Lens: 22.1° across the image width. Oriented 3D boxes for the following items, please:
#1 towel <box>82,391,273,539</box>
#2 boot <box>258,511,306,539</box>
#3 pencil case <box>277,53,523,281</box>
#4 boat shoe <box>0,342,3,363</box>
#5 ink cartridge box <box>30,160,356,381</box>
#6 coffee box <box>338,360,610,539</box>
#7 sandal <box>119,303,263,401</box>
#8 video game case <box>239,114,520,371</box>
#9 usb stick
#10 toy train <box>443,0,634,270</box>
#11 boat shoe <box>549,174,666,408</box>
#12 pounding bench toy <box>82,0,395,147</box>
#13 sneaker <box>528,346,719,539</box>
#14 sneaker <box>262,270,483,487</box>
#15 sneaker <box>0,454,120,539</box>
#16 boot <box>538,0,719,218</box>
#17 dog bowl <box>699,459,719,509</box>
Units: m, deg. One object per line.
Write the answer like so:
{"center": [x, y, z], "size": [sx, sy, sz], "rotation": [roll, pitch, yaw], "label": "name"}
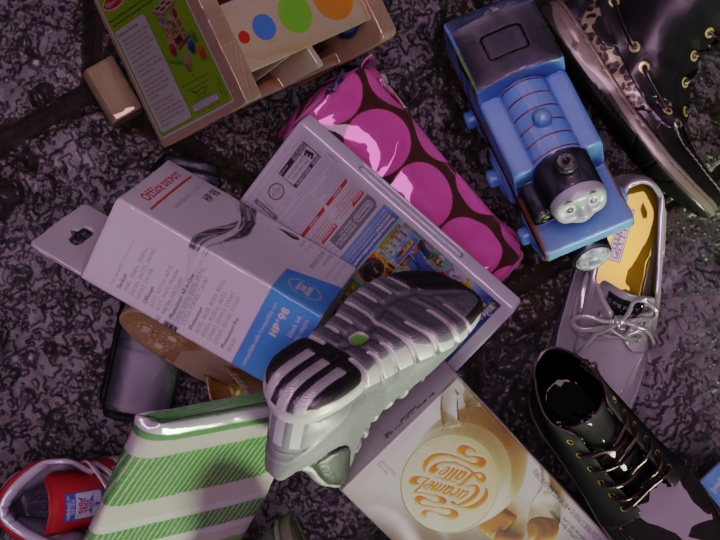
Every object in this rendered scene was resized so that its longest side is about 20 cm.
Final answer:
{"center": [-0.123, 0.158, 1.277], "size": [0.152, 0.200, 0.023], "rotation": [-9, 51, -39], "label": "towel"}
{"center": [-0.125, 0.245, 1.301], "size": [0.200, 0.182, 0.073], "rotation": [-19, 73, -7], "label": "boot"}
{"center": [0.033, -0.057, 1.349], "size": [0.094, 0.091, 0.200], "rotation": [-41, 95, -10], "label": "pencil case"}
{"center": [-0.335, 0.000, 1.340], "size": [0.065, 0.074, 0.200], "rotation": [-36, 82, 2], "label": "boat shoe"}
{"center": [-0.113, -0.009, 1.281], "size": [0.200, 0.116, 0.067], "rotation": [30, 110, 2], "label": "ink cartridge box"}
{"center": [0.076, 0.163, 1.319], "size": [0.114, 0.080, 0.200], "rotation": [-43, 116, -1], "label": "coffee box"}
{"center": [-0.089, 0.098, 1.326], "size": [0.212, 0.078, 0.070], "rotation": [33, 58, -14], "label": "sandal"}
{"center": [0.000, 0.000, 1.331], "size": [0.200, 0.018, 0.143], "rotation": [41, 129, 1], "label": "video game case"}
{"center": [-0.147, 0.015, 1.363], "size": [0.055, 0.033, 0.200], "rotation": [13, 89, 0], "label": "usb stick"}
{"center": [0.126, -0.096, 1.316], "size": [0.087, 0.114, 0.200], "rotation": [-23, 63, 1], "label": "toy train"}
{"center": [0.191, 0.027, 1.357], "size": [0.074, 0.086, 0.202], "rotation": [14, 89, -3], "label": "boat shoe"}
{"center": [-0.096, -0.177, 1.328], "size": [0.156, 0.200, 0.124], "rotation": [-28, 95, -34], "label": "pounding bench toy"}
{"center": [0.183, 0.141, 1.271], "size": [0.075, 0.106, 0.200], "rotation": [-42, 72, -2], "label": "sneaker"}
{"center": [0.000, 0.080, 1.243], "size": [0.075, 0.200, 0.116], "rotation": [35, 131, 28], "label": "sneaker"}
{"center": [-0.165, 0.157, 1.322], "size": [0.200, 0.112, 0.071], "rotation": [-12, 88, -3], "label": "sneaker"}
{"center": [0.244, -0.155, 1.369], "size": [0.151, 0.073, 0.200], "rotation": [-38, 87, -3], "label": "boot"}
{"center": [0.224, 0.210, 1.353], "size": [0.200, 0.111, 0.050], "rotation": [-42, 79, -2], "label": "dog bowl"}
